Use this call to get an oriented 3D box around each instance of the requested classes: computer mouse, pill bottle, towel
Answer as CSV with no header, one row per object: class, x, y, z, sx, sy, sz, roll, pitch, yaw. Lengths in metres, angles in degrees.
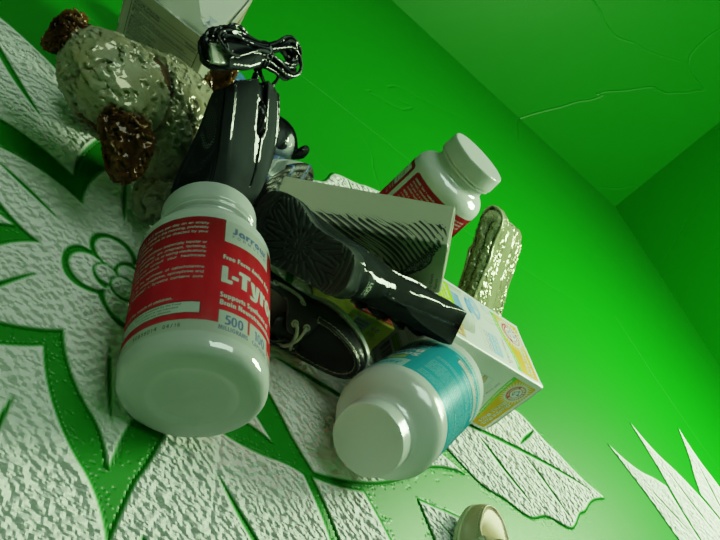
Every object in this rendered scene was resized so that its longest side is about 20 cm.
computer mouse,-0.111,-0.114,0.725,0.053,0.200,0.138,33,23,21
pill bottle,0.046,0.137,0.799,0.111,0.111,0.200,52,23,9
pill bottle,0.087,-0.087,1.092,0.112,0.200,0.112,38,25,-22
pill bottle,-0.128,0.023,0.651,0.112,0.112,0.200,33,33,-32
towel,0.179,0.019,1.136,0.036,0.201,0.148,14,-6,27

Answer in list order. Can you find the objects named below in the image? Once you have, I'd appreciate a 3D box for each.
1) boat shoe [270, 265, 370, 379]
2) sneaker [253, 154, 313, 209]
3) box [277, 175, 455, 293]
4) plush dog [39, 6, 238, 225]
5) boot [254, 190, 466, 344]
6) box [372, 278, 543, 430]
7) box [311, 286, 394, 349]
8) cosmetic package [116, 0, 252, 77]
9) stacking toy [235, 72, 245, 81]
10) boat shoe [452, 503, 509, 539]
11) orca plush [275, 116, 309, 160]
boat shoe,-0.077,0.042,0.782,0.200,0.074,0.060,43,23,-4
sneaker,-0.140,-0.100,0.922,0.077,0.076,0.200,24,17,28
box,0.001,-0.040,0.899,0.199,0.082,0.069,9,46,7
plush dog,-0.204,-0.156,0.740,0.200,0.160,0.172,55,13,13
boot,0.000,0.001,0.821,0.200,0.066,0.165,22,16,-49
box,0.115,0.098,0.994,0.200,0.101,0.113,32,28,-34
box,-0.024,0.000,0.969,0.075,0.050,0.200,30,29,-38
cosmetic package,-0.198,-0.258,0.870,0.103,0.200,0.087,39,67,-12
stacking toy,-0.207,-0.256,1.024,0.200,0.085,0.085,48,23,9
boat shoe,0.131,0.292,0.764,0.072,0.065,0.200,43,24,-12
orca plush,-0.125,-0.178,0.976,0.200,0.105,0.071,14,74,-71
